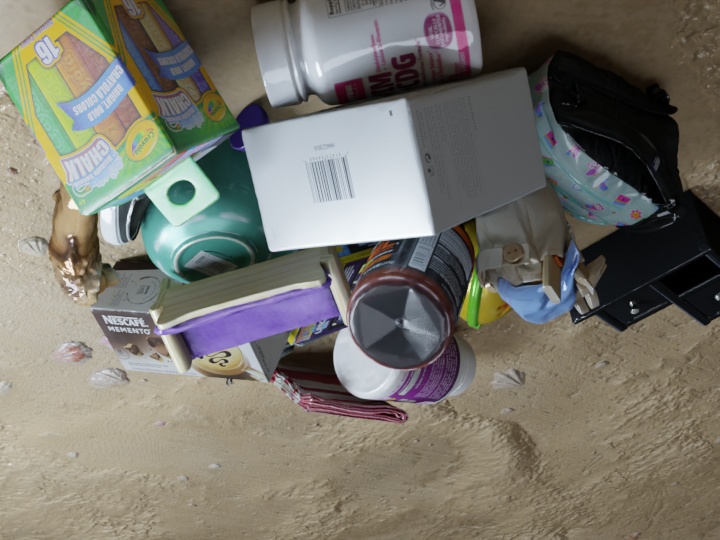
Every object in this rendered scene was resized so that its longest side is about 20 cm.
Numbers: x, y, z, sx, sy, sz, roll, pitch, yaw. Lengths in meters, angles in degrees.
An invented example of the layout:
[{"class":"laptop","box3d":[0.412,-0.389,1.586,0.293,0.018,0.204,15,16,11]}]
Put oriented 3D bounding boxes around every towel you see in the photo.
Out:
[{"class":"towel","box3d":[-0.040,0.156,1.544,0.143,0.200,0.023,11,96,-25]}]

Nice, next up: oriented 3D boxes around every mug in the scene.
[{"class":"mug","box3d":[-0.145,-0.057,1.258,0.183,0.115,0.153,-8,144,-1]}]

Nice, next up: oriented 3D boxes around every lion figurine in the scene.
[{"class":"lion figurine","box3d":[-0.291,-0.062,1.211,0.072,0.123,0.201,-2,143,-9]}]

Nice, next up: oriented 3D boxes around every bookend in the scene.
[{"class":"bookend","box3d":[0.394,0.019,1.506,0.199,0.093,0.198,-31,139,28]}]

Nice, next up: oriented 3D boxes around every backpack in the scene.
[{"class":"backpack","box3d":[0.236,-0.132,1.216,0.199,0.168,0.126,24,138,-29]}]

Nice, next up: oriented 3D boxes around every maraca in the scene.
[{"class":"maraca","box3d":[0.145,0.002,1.372,0.106,0.139,0.200,15,171,10]}]

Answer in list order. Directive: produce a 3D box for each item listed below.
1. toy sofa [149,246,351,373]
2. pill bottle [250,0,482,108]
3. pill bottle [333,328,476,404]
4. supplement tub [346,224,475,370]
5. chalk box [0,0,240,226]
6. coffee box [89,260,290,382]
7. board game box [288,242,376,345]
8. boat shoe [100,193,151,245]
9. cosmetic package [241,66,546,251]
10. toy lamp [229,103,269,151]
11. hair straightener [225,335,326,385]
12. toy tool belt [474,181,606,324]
[{"class":"toy sofa","box3d":[-0.108,0.041,1.199,0.198,0.098,0.083,-16,120,7]},{"class":"pill bottle","box3d":[0.006,-0.216,1.077,0.198,0.114,0.114,-12,144,4]},{"class":"pill bottle","box3d":[0.065,0.118,1.531,0.112,0.113,0.199,-34,152,30]},{"class":"supplement tub","box3d":[0.056,0.007,1.172,0.106,0.200,0.108,6,118,12]},{"class":"chalk box","box3d":[-0.203,-0.134,1.045,0.124,0.201,0.124,-31,-178,27]},{"class":"coffee box","box3d":[-0.197,0.058,1.359,0.198,0.080,0.114,3,137,23]},{"class":"board game box","box3d":[0.000,0.000,1.356,0.164,0.057,0.200,-16,157,-24]},{"class":"boat shoe","box3d":[-0.215,-0.108,1.164,0.056,0.069,0.202,19,120,5]},{"class":"cosmetic package","box3d":[0.035,-0.104,1.100,0.198,0.124,0.199,-4,-166,40]},{"class":"toy lamp","box3d":[-0.049,-0.112,1.257,0.058,0.059,0.199,-33,137,29]},{"class":"hair straightener","box3d":[-0.092,0.099,1.531,0.199,0.041,0.077,-33,154,13]},{"class":"toy tool belt","box3d":[0.188,0.007,1.198,0.124,0.124,0.200,-30,153,9]}]
